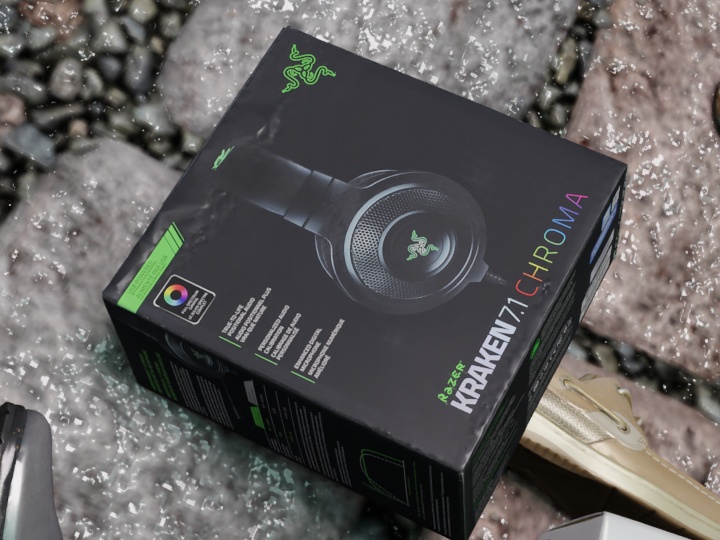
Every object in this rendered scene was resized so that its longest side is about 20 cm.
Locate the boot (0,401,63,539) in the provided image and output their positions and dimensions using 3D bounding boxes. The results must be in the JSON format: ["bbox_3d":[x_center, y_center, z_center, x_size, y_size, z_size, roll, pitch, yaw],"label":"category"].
[{"bbox_3d":[-0.113,0.162,0.714,0.130,0.070,0.202,4,83,-20],"label":"boot"}]

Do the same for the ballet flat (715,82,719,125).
[{"bbox_3d":[0.282,-0.150,0.941,0.070,0.065,0.201,38,65,-3],"label":"ballet flat"}]

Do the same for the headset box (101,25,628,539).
[{"bbox_3d":[0.000,0.000,0.753,0.199,0.093,0.175,25,65,17],"label":"headset box"}]

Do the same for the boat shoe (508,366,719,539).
[{"bbox_3d":[0.114,0.081,0.806,0.199,0.071,0.065,32,66,-5],"label":"boat shoe"}]

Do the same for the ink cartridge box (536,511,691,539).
[{"bbox_3d":[0.174,0.220,0.773,0.198,0.083,0.146,20,67,-11],"label":"ink cartridge box"}]
